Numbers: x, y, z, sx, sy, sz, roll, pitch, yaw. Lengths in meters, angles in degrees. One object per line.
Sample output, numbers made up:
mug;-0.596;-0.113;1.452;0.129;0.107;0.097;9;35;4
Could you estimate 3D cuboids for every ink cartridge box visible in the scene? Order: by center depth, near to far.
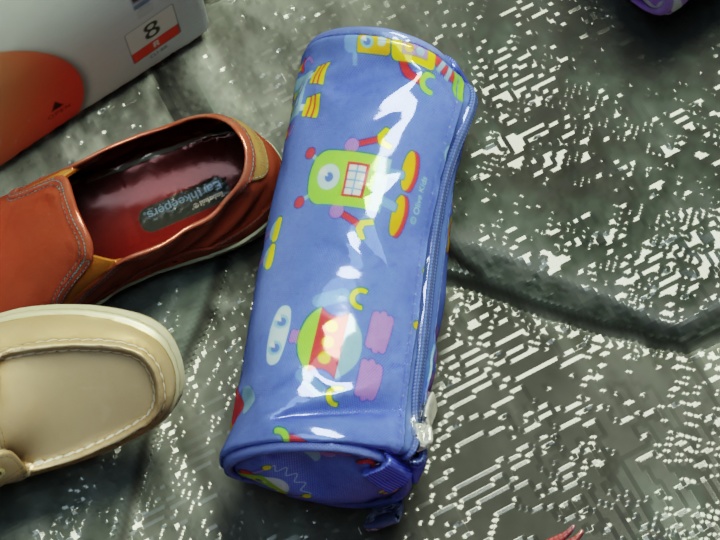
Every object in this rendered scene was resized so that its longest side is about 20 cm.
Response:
ink cartridge box;-0.147;-0.116;0.839;0.162;0.200;0.050;-35;73;-10

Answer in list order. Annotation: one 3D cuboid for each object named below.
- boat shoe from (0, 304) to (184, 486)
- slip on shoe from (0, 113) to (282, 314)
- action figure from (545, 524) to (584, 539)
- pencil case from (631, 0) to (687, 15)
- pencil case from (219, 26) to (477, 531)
boat shoe;-0.169;0.065;0.826;0.200;0.069;0.074;-13;109;5
slip on shoe;-0.126;-0.013;0.872;0.200;0.061;0.074;-24;71;-5
action figure;0.077;0.139;0.808;0.200;0.052;0.065;-16;71;0
pencil case;0.185;-0.192;0.916;0.200;0.084;0.085;-32;35;-11
pencil case;0.000;0.000;0.849;0.087;0.078;0.200;1;67;22
